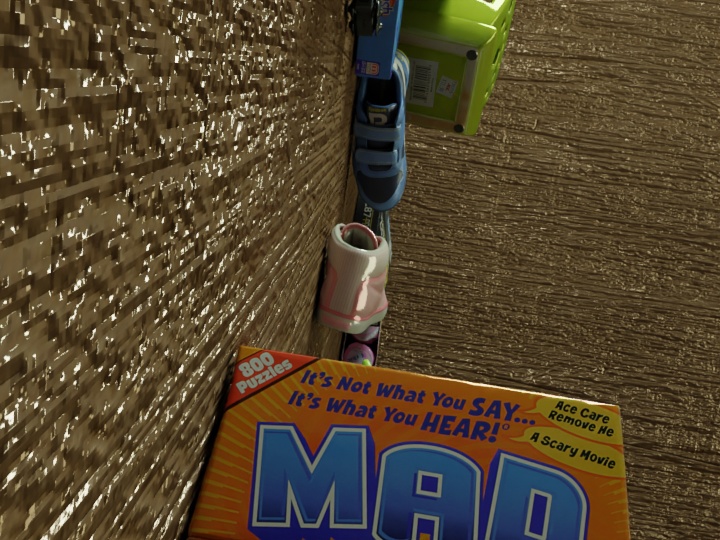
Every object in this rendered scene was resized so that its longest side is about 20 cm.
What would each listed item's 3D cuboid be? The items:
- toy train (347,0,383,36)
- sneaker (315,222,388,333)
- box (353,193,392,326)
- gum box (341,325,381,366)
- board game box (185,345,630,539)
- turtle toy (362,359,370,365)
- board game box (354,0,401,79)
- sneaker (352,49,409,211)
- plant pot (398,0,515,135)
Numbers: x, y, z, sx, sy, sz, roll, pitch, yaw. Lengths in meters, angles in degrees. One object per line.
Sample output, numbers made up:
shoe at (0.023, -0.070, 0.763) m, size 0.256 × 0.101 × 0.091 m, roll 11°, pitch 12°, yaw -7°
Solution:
toy train at (0.005, -0.261, 0.696) m, size 0.200 × 0.033 × 0.047 m, roll 89°, pitch 6°, yaw -78°
sneaker at (0.000, 0.000, 0.925) m, size 0.200 × 0.074 × 0.107 m, roll -41°, pitch 144°, yaw -80°
box at (0.018, -0.026, 1.411) m, size 0.202 × 0.048 × 0.164 m, roll 82°, pitch 13°, yaw -53°
gum box at (0.005, 0.110, 1.540) m, size 0.114 × 0.064 × 0.205 m, roll 95°, pitch 3°, yaw -72°
board game box at (0.015, 0.192, 0.425) m, size 0.202 × 0.195 × 0.203 m, roll 96°, pitch 3°, yaw -51°
turtle toy at (-0.013, 0.210, 1.010) m, size 0.146 × 0.099 × 0.205 m, roll 94°, pitch 5°, yaw -85°
board game box at (0.030, -0.335, 0.917) m, size 0.153 × 0.044 × 0.204 m, roll -79°, pitch 175°, yaw -59°
sneaker at (0.023, -0.173, 1.030) m, size 0.082 × 0.072 × 0.205 m, roll -66°, pitch 157°, yaw -75°
plant pot at (0.106, -0.317, 1.178) m, size 0.202 × 0.194 × 0.184 m, roll 96°, pitch 10°, yaw -48°
